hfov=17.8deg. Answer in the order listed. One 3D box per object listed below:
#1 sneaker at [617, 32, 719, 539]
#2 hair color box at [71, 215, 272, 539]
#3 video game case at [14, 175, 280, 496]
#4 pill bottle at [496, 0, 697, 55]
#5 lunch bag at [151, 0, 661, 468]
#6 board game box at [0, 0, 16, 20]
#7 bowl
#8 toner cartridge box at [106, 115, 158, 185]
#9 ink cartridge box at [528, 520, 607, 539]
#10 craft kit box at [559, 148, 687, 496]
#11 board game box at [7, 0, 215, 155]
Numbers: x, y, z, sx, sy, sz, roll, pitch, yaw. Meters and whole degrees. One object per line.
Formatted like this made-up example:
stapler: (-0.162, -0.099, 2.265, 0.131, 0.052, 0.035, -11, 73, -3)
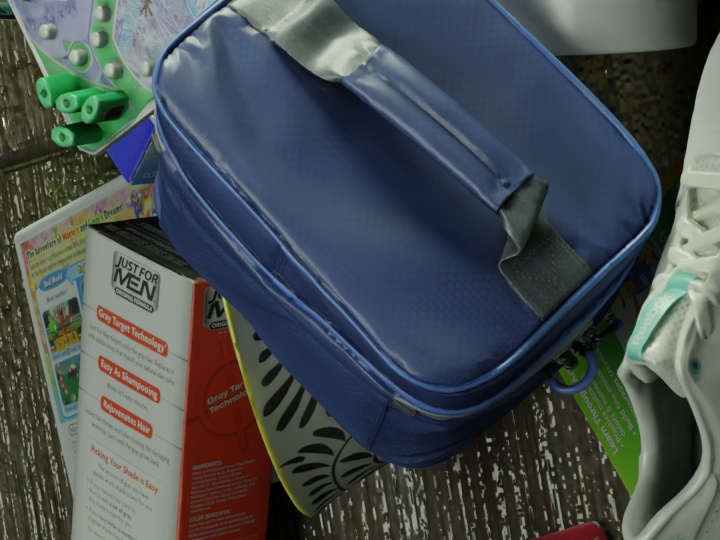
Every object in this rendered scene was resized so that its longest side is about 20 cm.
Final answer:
sneaker: (0.129, 0.008, 0.822, 0.075, 0.088, 0.201, 17, 109, 50)
hair color box: (-0.095, 0.082, 1.166, 0.101, 0.061, 0.201, 25, 117, 47)
video game case: (-0.117, 0.042, 1.256, 0.200, 0.024, 0.183, -22, 79, 52)
pill bottle: (0.087, -0.186, 0.885, 0.111, 0.111, 0.201, 8, 102, 50)
lunch bag: (0.017, -0.027, 0.866, 0.200, 0.136, 0.132, 44, 164, 12)
board game box: (-0.124, -0.221, 1.118, 0.135, 0.028, 0.201, 0, 76, 28)
bowl: (0.000, 0.000, 1.018, 0.201, 0.094, 0.202, -14, -90, -84)
toner cartridge box: (-0.117, -0.132, 1.165, 0.200, 0.095, 0.043, 56, 135, 28)
ink cartridge box: (0.009, 0.189, 0.983, 0.145, 0.199, 0.084, -43, 64, 46)
craft kit box: (0.173, 0.043, 0.878, 0.198, 0.048, 0.201, -50, 59, 40)
board game box: (-0.105, -0.180, 0.987, 0.200, 0.026, 0.201, -33, 80, 36)
